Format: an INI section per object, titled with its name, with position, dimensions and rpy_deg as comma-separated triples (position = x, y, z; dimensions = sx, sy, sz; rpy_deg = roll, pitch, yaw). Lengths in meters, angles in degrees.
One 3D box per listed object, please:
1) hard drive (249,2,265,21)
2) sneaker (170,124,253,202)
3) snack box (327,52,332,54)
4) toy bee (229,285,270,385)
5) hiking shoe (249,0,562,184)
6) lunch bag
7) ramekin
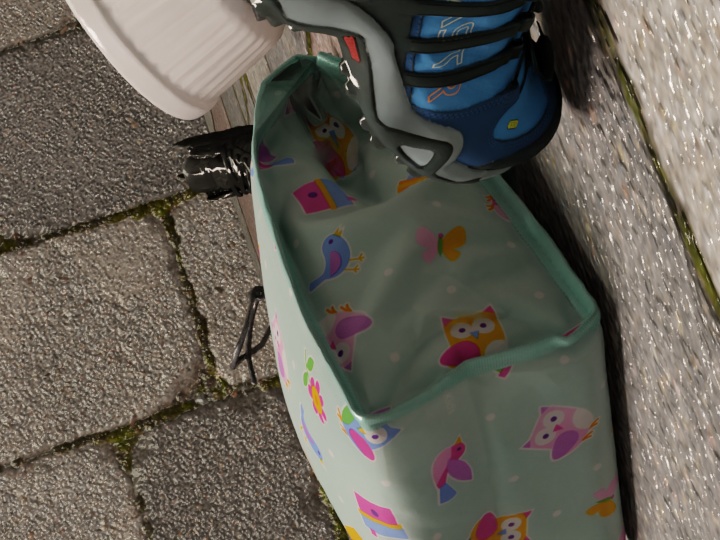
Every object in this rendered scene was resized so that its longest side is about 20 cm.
[hard drive]
position = -0.081, -0.273, 1.331
dimensions = 0.200, 0.038, 0.140
rpy_deg = 79, 171, -58
[sneaker]
position = -0.100, -0.085, 1.776
dimensions = 0.200, 0.104, 0.060
rpy_deg = -122, 16, -69
[snack box]
position = -0.001, -0.025, 1.340
dimensions = 0.116, 0.037, 0.200
rpy_deg = -114, 8, -51
[toy bee]
position = 0.000, 0.000, 1.149
dimensions = 0.131, 0.108, 0.200
rpy_deg = 107, 178, -58
[hiking shoe]
position = 0.032, -0.084, 0.635
dimensions = 0.200, 0.087, 0.075
rpy_deg = 34, -137, -59
[lunch bag]
position = 0.021, 0.025, 0.863
dimensions = 0.171, 0.122, 0.200
rpy_deg = 76, 167, -46
[ramekin]
position = -0.131, -0.212, 1.447
dimensions = 0.202, 0.094, 0.203
rpy_deg = 52, -162, -25
